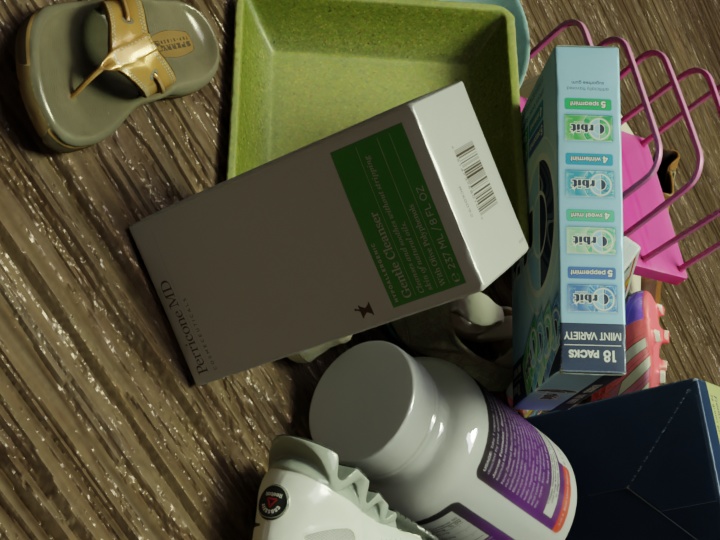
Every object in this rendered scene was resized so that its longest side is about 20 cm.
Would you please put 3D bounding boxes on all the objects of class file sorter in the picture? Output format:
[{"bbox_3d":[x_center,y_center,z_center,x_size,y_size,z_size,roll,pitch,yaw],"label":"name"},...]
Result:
[{"bbox_3d":[0.212,-0.094,1.061,0.198,0.125,0.141,12,55,-36],"label":"file sorter"}]

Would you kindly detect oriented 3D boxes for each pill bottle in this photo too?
[{"bbox_3d":[0.055,0.126,0.902,0.200,0.110,0.113,39,43,-44],"label":"pill bottle"}]

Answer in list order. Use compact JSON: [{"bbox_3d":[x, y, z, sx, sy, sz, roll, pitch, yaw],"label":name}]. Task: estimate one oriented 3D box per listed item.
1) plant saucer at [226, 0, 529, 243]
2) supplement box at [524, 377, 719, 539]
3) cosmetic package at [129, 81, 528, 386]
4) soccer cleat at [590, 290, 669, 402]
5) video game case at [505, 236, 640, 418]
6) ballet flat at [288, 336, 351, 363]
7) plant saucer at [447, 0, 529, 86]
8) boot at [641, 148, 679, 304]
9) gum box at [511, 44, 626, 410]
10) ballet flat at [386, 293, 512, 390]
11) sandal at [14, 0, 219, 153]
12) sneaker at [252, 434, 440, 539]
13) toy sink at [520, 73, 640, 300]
[{"bbox_3d":[0.009,-0.094,0.919,0.048,0.197,0.202,104,-12,-61],"label":"plant saucer"},{"bbox_3d":[0.217,0.182,1.058,0.199,0.198,0.136,20,59,-56],"label":"supplement box"},{"bbox_3d":[-0.019,-0.019,0.766,0.109,0.198,0.085,66,29,-5],"label":"cosmetic package"},{"bbox_3d":[0.231,0.106,1.184,0.067,0.075,0.202,-67,154,-50],"label":"soccer cleat"},{"bbox_3d":[0.164,0.055,1.049,0.017,0.143,0.200,37,-5,14],"label":"video game case"},{"bbox_3d":[0.000,0.000,0.928,0.068,0.062,0.200,60,31,-20],"label":"ballet flat"},{"bbox_3d":[0.030,-0.180,1.025,0.198,0.039,0.203,6,64,-13],"label":"plant saucer"},{"bbox_3d":[0.273,0.011,1.271,0.189,0.068,0.202,-61,164,-53],"label":"boot"},{"bbox_3d":[0.131,-0.020,0.877,0.170,0.044,0.203,105,-14,-77],"label":"gum box"},{"bbox_3d":[0.092,0.050,1.042,0.199,0.062,0.068,21,56,-54],"label":"ballet flat"},{"bbox_3d":[-0.130,-0.127,0.782,0.200,0.054,0.081,-35,105,-60],"label":"sandal"},{"bbox_3d":[-0.007,0.183,0.823,0.200,0.073,0.089,44,58,-42],"label":"sneaker"},{"bbox_3d":[0.179,-0.067,1.219,0.130,0.111,0.202,48,37,-34],"label":"toy sink"}]
